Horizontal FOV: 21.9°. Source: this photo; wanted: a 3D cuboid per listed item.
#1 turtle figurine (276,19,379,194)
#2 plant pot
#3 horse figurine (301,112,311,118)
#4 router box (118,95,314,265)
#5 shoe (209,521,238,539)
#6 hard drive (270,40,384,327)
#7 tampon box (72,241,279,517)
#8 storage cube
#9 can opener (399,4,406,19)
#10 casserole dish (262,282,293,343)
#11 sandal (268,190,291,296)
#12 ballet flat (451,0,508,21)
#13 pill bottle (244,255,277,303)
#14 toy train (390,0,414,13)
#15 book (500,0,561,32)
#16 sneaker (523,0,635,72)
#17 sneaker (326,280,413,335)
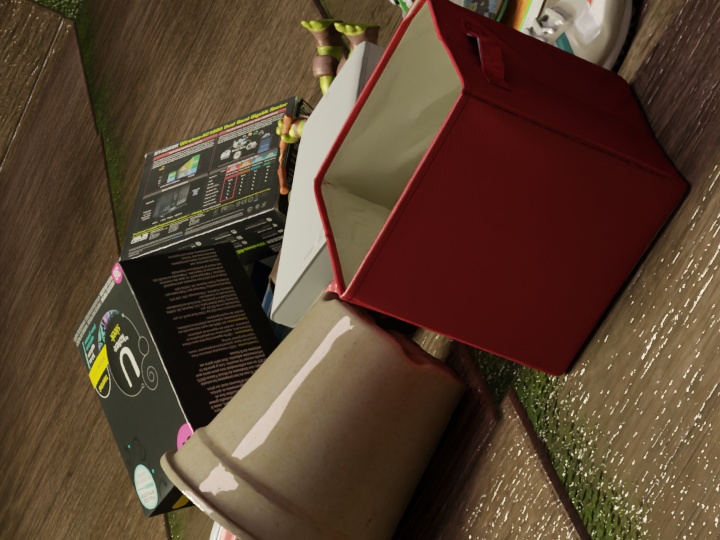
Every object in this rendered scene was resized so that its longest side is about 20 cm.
[{"bbox_3d":[-0.015,-0.138,1.639,0.200,0.064,0.161,-155,67,-63],"label":"turtle figurine"},{"bbox_3d":[-0.020,0.126,1.436,0.184,0.200,0.200,-56,21,2],"label":"plant pot"},{"bbox_3d":[-0.016,-0.064,1.744,0.200,0.050,0.133,-107,18,-46],"label":"horse figurine"},{"bbox_3d":[-0.134,-0.073,1.840,0.200,0.062,0.150,-17,46,30],"label":"router box"},{"bbox_3d":[-0.070,0.207,1.612,0.200,0.071,0.091,-65,18,2],"label":"shoe"},{"bbox_3d":[-0.025,-0.070,1.491,0.132,0.026,0.200,128,157,-49],"label":"hard drive"},{"bbox_3d":[-0.159,0.101,1.731,0.200,0.126,0.150,64,144,21],"label":"tampon box"},{"bbox_3d":[0.091,-0.060,1.312,0.200,0.180,0.171,-60,22,24],"label":"storage cube"},{"bbox_3d":[0.113,-0.281,1.585,0.200,0.053,0.067,-41,51,13],"label":"can opener"},{"bbox_3d":[-0.069,0.051,1.809,0.121,0.039,0.200,-5,64,67],"label":"casserole dish"},{"bbox_3d":[-0.053,0.023,1.690,0.080,0.057,0.201,166,103,-71],"label":"sandal"},{"bbox_3d":[0.059,-0.164,1.501,0.074,0.074,0.200,-13,52,66],"label":"ballet flat"},{"bbox_3d":[-0.142,0.023,1.913,0.111,0.111,0.200,-14,58,66],"label":"pill bottle"},{"bbox_3d":[0.113,-0.269,1.527,0.200,0.042,0.056,-30,25,3],"label":"toy train"},{"bbox_3d":[0.119,-0.183,1.554,0.134,0.048,0.200,-66,19,11],"label":"book"},{"bbox_3d":[0.133,-0.156,1.419,0.200,0.093,0.070,-64,21,13],"label":"sneaker"},{"bbox_3d":[0.000,0.000,1.567,0.087,0.074,0.200,52,141,46],"label":"sneaker"}]
